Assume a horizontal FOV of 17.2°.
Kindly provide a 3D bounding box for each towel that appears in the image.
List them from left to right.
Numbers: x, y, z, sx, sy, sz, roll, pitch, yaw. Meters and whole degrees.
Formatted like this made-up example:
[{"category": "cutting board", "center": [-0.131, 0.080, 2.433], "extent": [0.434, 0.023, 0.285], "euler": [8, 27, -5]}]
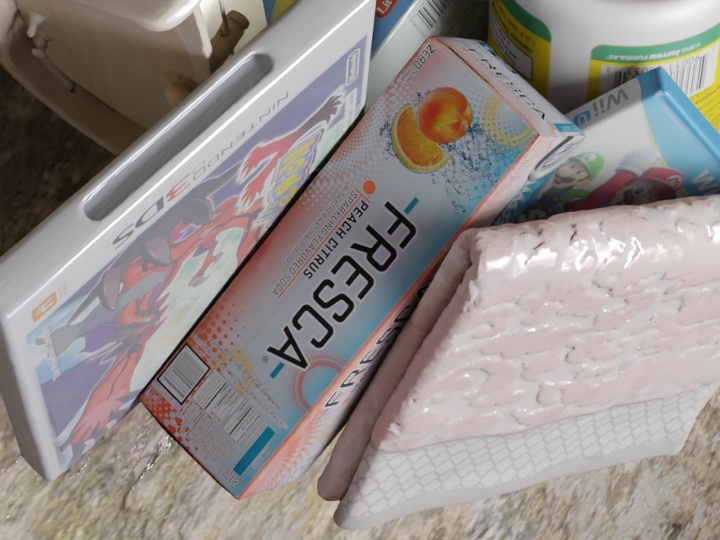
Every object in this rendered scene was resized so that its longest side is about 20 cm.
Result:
[{"category": "towel", "center": [0.096, 0.035, 1.005], "extent": [0.199, 0.032, 0.191], "euler": [-9, 147, -31]}]

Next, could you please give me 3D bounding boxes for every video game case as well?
[{"category": "video game case", "center": [-0.067, -0.011, 0.915], "extent": [0.182, 0.023, 0.200], "euler": [-43, 167, -16]}, {"category": "video game case", "center": [0.080, -0.001, 1.044], "extent": [0.199, 0.018, 0.143], "euler": [-27, 135, 22]}]

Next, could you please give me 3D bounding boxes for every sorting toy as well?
[{"category": "sorting toy", "center": [-0.063, -0.148, 0.900], "extent": [0.181, 0.106, 0.200], "euler": [-62, 171, -14]}]

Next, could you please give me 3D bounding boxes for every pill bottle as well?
[{"category": "pill bottle", "center": [0.111, -0.076, 1.066], "extent": [0.113, 0.113, 0.201], "euler": [-36, 146, -28]}]

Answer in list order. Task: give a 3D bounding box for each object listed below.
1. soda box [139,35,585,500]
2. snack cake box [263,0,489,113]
[{"category": "soda box", "center": [0.000, 0.000, 0.969], "extent": [0.200, 0.064, 0.068], "euler": [-50, 166, 17]}, {"category": "snack cake box", "center": [-0.019, -0.060, 1.077], "extent": [0.200, 0.067, 0.115], "euler": [-52, 152, -2]}]
